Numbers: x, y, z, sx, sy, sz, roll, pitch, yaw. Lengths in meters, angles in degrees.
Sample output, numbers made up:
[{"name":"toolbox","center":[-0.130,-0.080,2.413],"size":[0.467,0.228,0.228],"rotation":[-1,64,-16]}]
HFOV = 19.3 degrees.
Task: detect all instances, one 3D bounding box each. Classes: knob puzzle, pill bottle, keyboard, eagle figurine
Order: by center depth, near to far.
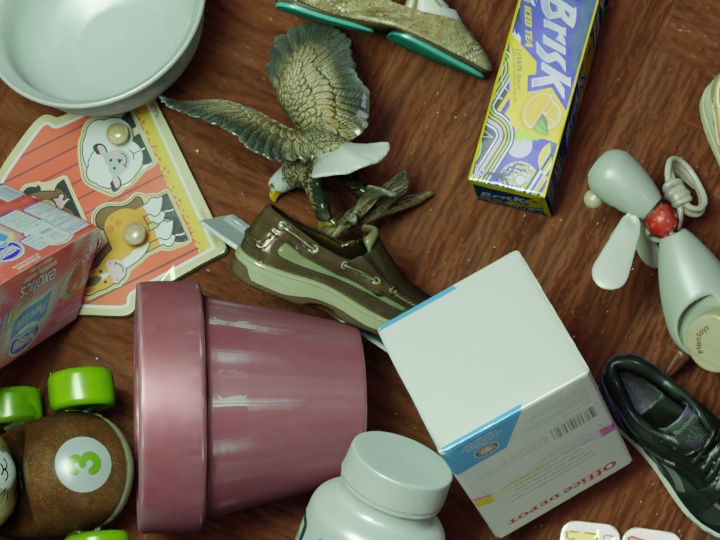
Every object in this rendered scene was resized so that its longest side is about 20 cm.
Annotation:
[{"name":"pill bottle","center":[0.000,0.230,1.640],"size":[0.111,0.111,0.200],"rotation":[25,111,13]},{"name":"eagle figurine","center":[-0.056,-0.112,1.761],"size":[0.151,0.152,0.200],"rotation":[-37,79,20]},{"name":"keyboard","center":[-0.046,0.010,1.766],"size":[0.200,0.056,0.011],"rotation":[34,112,14]},{"name":"knob puzzle","center":[-0.240,-0.049,1.821],"size":[0.219,0.030,0.220],"rotation":[-2,77,8]}]

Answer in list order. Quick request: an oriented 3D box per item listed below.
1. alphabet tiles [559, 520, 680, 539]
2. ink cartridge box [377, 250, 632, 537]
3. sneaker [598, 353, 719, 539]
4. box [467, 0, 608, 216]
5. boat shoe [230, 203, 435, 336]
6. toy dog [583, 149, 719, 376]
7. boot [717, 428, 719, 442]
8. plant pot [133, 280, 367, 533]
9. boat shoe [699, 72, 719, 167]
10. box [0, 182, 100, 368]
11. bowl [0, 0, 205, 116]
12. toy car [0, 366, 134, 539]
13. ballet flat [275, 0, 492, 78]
[{"name":"alphabet tiles","center":[0.197,0.302,1.683],"size":[0.195,0.015,0.200],"rotation":[7,79,10]},{"name":"ink cartridge box","center":[0.117,0.105,1.657],"size":[0.128,0.200,0.125],"rotation":[-29,57,1]},{"name":"sneaker","center":[0.263,0.145,1.671],"size":[0.200,0.088,0.076],"rotation":[41,85,14]},{"name":"box","center":[0.150,-0.153,1.770],"size":[0.070,0.064,0.200],"rotation":[14,79,11]},{"name":"boat shoe","center":[0.001,0.002,1.695],"size":[0.202,0.075,0.075],"rotation":[19,104,-21]},{"name":"toy dog","center":[0.242,0.006,1.705],"size":[0.096,0.132,0.200],"rotation":[-41,64,30]},{"name":"boot","center":[0.390,0.112,1.671],"size":[0.188,0.068,0.200],"rotation":[42,63,-6]},{"name":"plant pot","center":[-0.091,0.107,1.691],"size":[0.179,0.200,0.200],"rotation":[-1,77,-8]},{"name":"boat shoe","center":[0.331,-0.074,1.720],"size":[0.074,0.069,0.200],"rotation":[-25,76,1]},{"name":"box","center":[-0.307,0.013,1.711],"size":[0.102,0.200,0.095],"rotation":[23,114,13]},{"name":"bowl","center":[-0.215,-0.208,1.814],"size":[0.201,0.090,0.201],"rotation":[-6,66,13]},{"name":"toy car","center":[-0.293,0.163,1.677],"size":[0.158,0.200,0.165],"rotation":[-15,75,31]},{"name":"ballet flat","center":[0.027,-0.221,1.772],"size":[0.200,0.071,0.065],"rotation":[18,89,-16]}]
